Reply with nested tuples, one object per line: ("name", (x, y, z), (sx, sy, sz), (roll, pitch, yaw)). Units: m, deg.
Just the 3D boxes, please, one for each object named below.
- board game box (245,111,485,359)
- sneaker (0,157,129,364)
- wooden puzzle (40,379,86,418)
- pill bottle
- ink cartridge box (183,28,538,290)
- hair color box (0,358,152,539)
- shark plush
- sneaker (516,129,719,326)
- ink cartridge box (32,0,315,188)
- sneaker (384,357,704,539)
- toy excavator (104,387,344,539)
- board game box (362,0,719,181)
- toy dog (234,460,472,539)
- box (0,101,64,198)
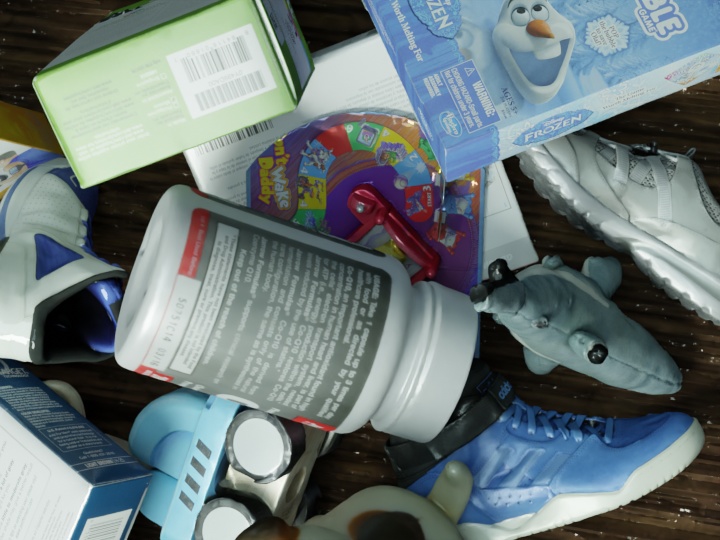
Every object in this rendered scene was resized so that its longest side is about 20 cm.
("board game box", (0.000, 0.000, 1.087), (0.157, 0.039, 0.202), (3, 106, 6))
("sneaker", (-0.193, 0.009, 1.084), (0.114, 0.200, 0.081), (13, 121, 8))
("wooden puzzle", (-0.243, 0.188, 1.129), (0.184, 0.037, 0.202), (-17, 86, 32))
("pill bottle", (-0.038, 0.032, 1.014), (0.199, 0.114, 0.115), (19, 94, -14))
("ink cartridge box", (-0.002, -0.060, 1.115), (0.199, 0.045, 0.177), (-19, 103, 11))
("hair color box", (-0.232, 0.118, 1.067), (0.199, 0.060, 0.101), (35, 109, 28))
("shark plush", (0.131, 0.026, 1.020), (0.091, 0.200, 0.083), (-46, 55, 2))
("sneaker", (0.177, -0.052, 1.072), (0.200, 0.075, 0.082), (38, 88, -1))
("ink cartridge box", (-0.106, -0.138, 1.075), (0.147, 0.200, 0.076), (-19, 107, 12))
("sneaker", (0.111, 0.103, 1.073), (0.199, 0.077, 0.112), (-22, 95, 17))
("toy excavator", (-0.130, 0.130, 1.120), (0.199, 0.100, 0.196), (26, 107, 19))
("board game box", (0.106, -0.179, 1.037), (0.198, 0.043, 0.201), (-21, 65, -6))
("toy dog", (-0.008, 0.200, 0.976), (0.194, 0.200, 0.140), (-42, 75, 13))
("box", (-0.284, -0.068, 1.094), (0.119, 0.200, 0.042), (-33, 84, 10))
